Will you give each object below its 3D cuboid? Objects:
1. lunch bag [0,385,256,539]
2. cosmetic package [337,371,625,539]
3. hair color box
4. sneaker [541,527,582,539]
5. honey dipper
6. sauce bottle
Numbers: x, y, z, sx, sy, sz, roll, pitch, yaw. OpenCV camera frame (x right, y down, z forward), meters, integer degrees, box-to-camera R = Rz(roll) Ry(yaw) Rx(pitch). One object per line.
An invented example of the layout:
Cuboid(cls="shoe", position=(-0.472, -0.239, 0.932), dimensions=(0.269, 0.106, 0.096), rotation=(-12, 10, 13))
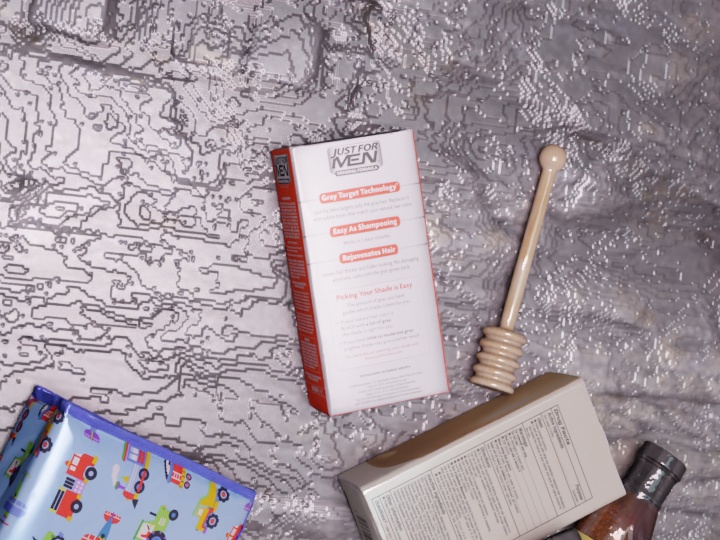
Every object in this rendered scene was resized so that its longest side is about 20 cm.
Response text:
Cuboid(cls="lunch bag", position=(-0.173, 0.198, 1.086), dimensions=(0.199, 0.094, 0.152), rotation=(30, 81, -25))
Cuboid(cls="cosmetic package", position=(0.094, 0.167, 1.167), dimensions=(0.198, 0.071, 0.106), rotation=(-23, 98, -15))
Cuboid(cls="hair color box", position=(0.000, 0.000, 1.138), dimensions=(0.100, 0.061, 0.203), rotation=(-9, 96, -16))
Cuboid(cls="sneaker", position=(0.110, 0.282, 1.144), dimensions=(0.060, 0.199, 0.105), rotation=(-5, 63, -55))
Cuboid(cls="honey dipper", position=(0.131, -0.003, 1.194), dimensions=(0.038, 0.038, 0.202), rotation=(19, 83, -17))
Cuboid(cls="sauce bottle", position=(0.193, 0.230, 1.203), dimensions=(0.066, 0.066, 0.201), rotation=(37, 83, -15))
